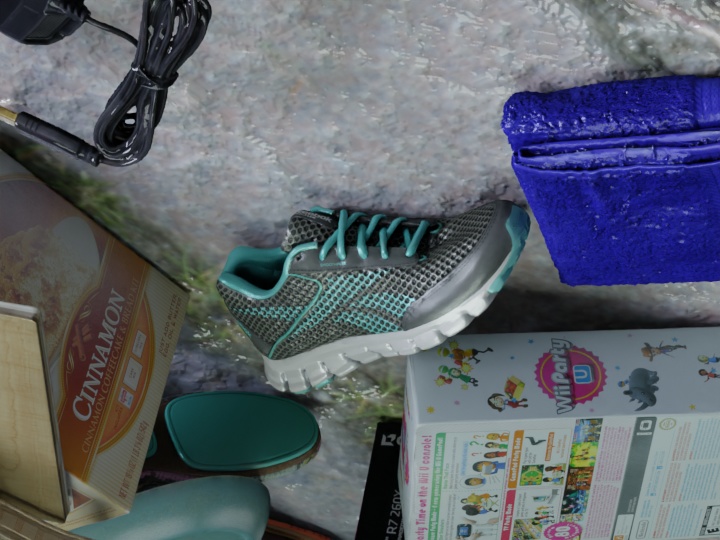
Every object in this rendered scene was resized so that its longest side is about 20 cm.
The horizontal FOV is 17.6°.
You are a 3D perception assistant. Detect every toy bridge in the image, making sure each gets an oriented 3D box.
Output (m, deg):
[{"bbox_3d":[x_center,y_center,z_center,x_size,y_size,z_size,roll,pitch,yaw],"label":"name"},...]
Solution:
[{"bbox_3d":[-0.232,0.135,1.272,0.200,0.027,0.067,13,144,5],"label":"toy bridge"}]

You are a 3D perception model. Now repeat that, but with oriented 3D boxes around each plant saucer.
[{"bbox_3d":[-0.142,0.186,1.425,0.200,0.027,0.200,-23,158,-10],"label":"plant saucer"}]

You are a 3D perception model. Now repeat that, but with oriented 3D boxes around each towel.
[{"bbox_3d":[0.179,-0.038,1.166,0.200,0.050,0.148,-2,142,22],"label":"towel"}]

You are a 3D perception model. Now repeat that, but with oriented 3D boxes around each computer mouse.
[{"bbox_3d":[-0.172,-0.132,1.137,0.200,0.046,0.141,23,135,0],"label":"computer mouse"}]

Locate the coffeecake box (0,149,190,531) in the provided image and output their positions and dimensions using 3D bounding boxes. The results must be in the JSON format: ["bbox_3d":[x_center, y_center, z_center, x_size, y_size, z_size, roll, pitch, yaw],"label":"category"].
[{"bbox_3d":[-0.203,0.030,1.303,0.073,0.154,0.200,-20,133,38],"label":"coffeecake box"}]

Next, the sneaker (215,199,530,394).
[{"bbox_3d":[0.000,0.000,1.265,0.200,0.078,0.091,-26,117,34],"label":"sneaker"}]

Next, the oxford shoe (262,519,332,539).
[{"bbox_3d":[-0.069,0.206,1.576,0.200,0.073,0.071,33,141,-26],"label":"oxford shoe"}]

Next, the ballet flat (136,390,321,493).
[{"bbox_3d":[-0.125,0.116,1.429,0.200,0.069,0.071,-4,141,-23],"label":"ballet flat"}]

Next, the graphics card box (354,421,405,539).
[{"bbox_3d":[0.024,0.209,1.436,0.051,0.200,0.126,4,145,14],"label":"graphics card box"}]

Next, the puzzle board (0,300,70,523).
[{"bbox_3d":[-0.230,0.062,1.208,0.151,0.017,0.200,11,145,6],"label":"puzzle board"}]

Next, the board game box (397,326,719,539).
[{"bbox_3d":[0.125,0.097,1.324,0.200,0.064,0.148,-3,144,-4],"label":"board game box"}]
